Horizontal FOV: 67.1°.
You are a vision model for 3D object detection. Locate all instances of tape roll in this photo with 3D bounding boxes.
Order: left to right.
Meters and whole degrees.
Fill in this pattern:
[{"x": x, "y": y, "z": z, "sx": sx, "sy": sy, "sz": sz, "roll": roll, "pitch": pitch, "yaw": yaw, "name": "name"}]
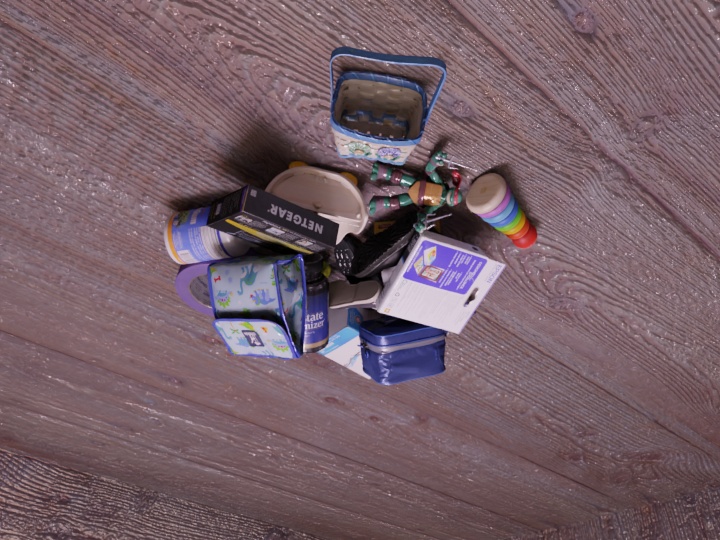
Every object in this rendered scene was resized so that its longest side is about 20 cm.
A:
[{"x": -0.327, "y": 0.020, "z": 1.281, "sx": 0.197, "sy": 0.086, "sz": 0.201, "roll": 2, "pitch": 139, "yaw": 1, "name": "tape roll"}]

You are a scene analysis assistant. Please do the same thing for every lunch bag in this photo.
[{"x": -0.200, "y": 0.075, "z": 1.077, "sx": 0.168, "sy": 0.127, "sz": 0.203, "roll": -1, "pitch": 101, "yaw": 25, "name": "lunch bag"}, {"x": 0.086, "y": 0.161, "z": 1.210, "sx": 0.198, "sy": 0.136, "sz": 0.134, "roll": -7, "pitch": 101, "yaw": -24, "name": "lunch bag"}]

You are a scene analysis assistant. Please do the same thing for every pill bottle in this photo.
[{"x": -0.298, "y": -0.080, "z": 1.141, "sx": 0.198, "sy": 0.113, "sz": 0.113, "roll": -8, "pitch": 138, "yaw": 13, "name": "pill bottle"}, {"x": -0.123, "y": 0.067, "z": 1.171, "sx": 0.110, "sy": 0.112, "sz": 0.202, "roll": 2, "pitch": 109, "yaw": 3, "name": "pill bottle"}]

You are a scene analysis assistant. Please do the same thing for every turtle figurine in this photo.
[{"x": 0.118, "y": -0.146, "z": 1.028, "sx": 0.198, "sy": 0.152, "sz": 0.101, "roll": 7, "pitch": -179, "yaw": 14, "name": "turtle figurine"}]

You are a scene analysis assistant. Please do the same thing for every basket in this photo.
[{"x": 0.036, "y": -0.267, "z": 0.876, "sx": 0.174, "sy": 0.140, "sz": 0.201, "roll": 7, "pitch": 149, "yaw": -2, "name": "basket"}]

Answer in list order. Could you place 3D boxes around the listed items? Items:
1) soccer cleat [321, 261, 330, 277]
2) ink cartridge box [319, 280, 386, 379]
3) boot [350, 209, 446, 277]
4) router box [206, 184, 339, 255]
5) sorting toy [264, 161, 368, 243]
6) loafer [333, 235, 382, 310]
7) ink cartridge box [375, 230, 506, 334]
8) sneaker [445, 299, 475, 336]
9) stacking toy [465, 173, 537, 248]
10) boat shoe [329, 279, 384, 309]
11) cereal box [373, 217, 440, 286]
[{"x": -0.125, "y": 0.036, "z": 1.296, "sx": 0.083, "sy": 0.065, "sz": 0.199, "roll": 35, "pitch": 135, "yaw": -25, "name": "soccer cleat"}, {"x": 0.001, "y": 0.149, "z": 1.353, "sx": 0.199, "sy": 0.148, "sz": 0.144, "roll": 33, "pitch": 132, "yaw": -29, "name": "ink cartridge box"}, {"x": 0.098, "y": -0.019, "z": 1.141, "sx": 0.210, "sy": 0.080, "sz": 0.157, "roll": -32, "pitch": 129, "yaw": 31, "name": "boot"}, {"x": -0.164, "y": -0.085, "z": 1.017, "sx": 0.199, "sy": 0.053, "sz": 0.156, "roll": 21, "pitch": 162, "yaw": -36, "name": "router box"}, {"x": -0.095, "y": -0.114, "z": 1.103, "sx": 0.198, "sy": 0.108, "sz": 0.181, "roll": 13, "pitch": 146, "yaw": -8, "name": "sorting toy"}, {"x": 0.000, "y": 0.000, "z": 1.248, "sx": 0.068, "sy": 0.071, "sz": 0.202, "roll": 0, "pitch": 128, "yaw": 41, "name": "loafer"}, {"x": 0.160, "y": 0.027, "z": 1.100, "sx": 0.198, "sy": 0.044, "sz": 0.199, "roll": 17, "pitch": 122, "yaw": -19, "name": "ink cartridge box"}, {"x": 0.198, "y": 0.149, "z": 1.361, "sx": 0.198, "sy": 0.116, "sz": 0.081, "roll": -24, "pitch": 133, "yaw": 28, "name": "sneaker"}, {"x": 0.298, "y": -0.107, "z": 1.092, "sx": 0.085, "sy": 0.086, "sz": 0.199, "roll": -28, "pitch": 135, "yaw": 32, "name": "stacking toy"}, {"x": -0.017, "y": 0.065, "z": 1.211, "sx": 0.199, "sy": 0.073, "sz": 0.063, "roll": -5, "pitch": 143, "yaw": 44, "name": "boat shoe"}, {"x": 0.112, "y": -0.031, "z": 1.218, "sx": 0.142, "sy": 0.040, "sz": 0.201, "roll": -5, "pitch": 138, "yaw": 9, "name": "cereal box"}]
